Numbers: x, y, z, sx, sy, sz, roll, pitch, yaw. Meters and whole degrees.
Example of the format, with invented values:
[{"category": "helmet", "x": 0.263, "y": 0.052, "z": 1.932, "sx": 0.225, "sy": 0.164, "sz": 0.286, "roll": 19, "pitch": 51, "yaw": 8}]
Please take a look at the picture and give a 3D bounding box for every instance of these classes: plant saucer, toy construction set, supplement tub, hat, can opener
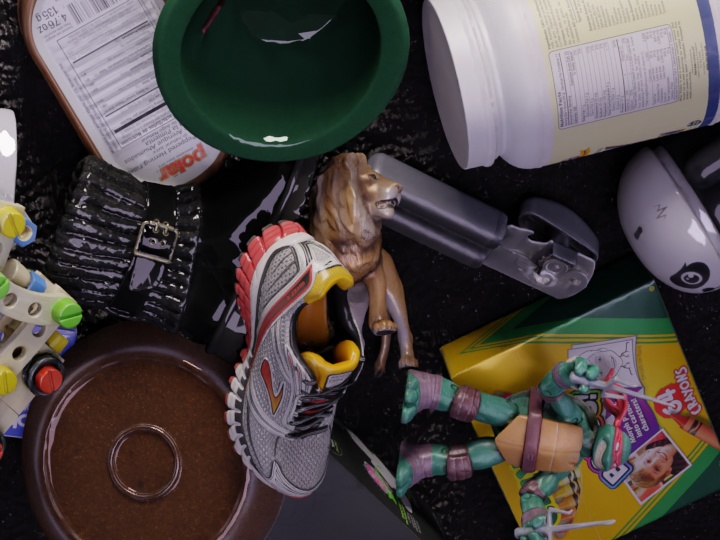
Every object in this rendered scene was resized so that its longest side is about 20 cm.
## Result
[{"category": "plant saucer", "x": -0.151, "y": 0.136, "z": 1.496, "sx": 0.198, "sy": 0.034, "sz": 0.202, "roll": 0, "pitch": 92, "yaw": 7}, {"category": "toy construction set", "x": -0.268, "y": 0.053, "z": 1.390, "sx": 0.200, "sy": 0.092, "sz": 0.131, "roll": -41, "pitch": 131, "yaw": 2}, {"category": "supplement tub", "x": 0.154, "y": -0.154, "z": 1.471, "sx": 0.198, "sy": 0.145, "sz": 0.146, "roll": -14, "pitch": 115, "yaw": -5}, {"category": "hat", "x": -0.049, "y": -0.201, "z": 1.426, "sx": 0.165, "sy": 0.177, "sz": 0.200, "roll": 30, "pitch": 120, "yaw": -23}, {"category": "can opener", "x": 0.088, "y": -0.040, "z": 1.567, "sx": 0.199, "sy": 0.067, "sz": 0.053, "roll": 26, "pitch": 139, "yaw": -14}]

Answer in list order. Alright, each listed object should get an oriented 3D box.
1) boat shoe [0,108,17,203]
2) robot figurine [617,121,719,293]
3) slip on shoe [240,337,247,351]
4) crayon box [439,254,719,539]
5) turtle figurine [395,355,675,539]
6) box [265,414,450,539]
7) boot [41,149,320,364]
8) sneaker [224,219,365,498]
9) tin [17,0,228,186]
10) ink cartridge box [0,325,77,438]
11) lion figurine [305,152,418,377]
[{"category": "boat shoe", "x": -0.282, "y": -0.016, "z": 1.460, "sx": 0.066, "sy": 0.070, "sz": 0.202, "roll": 8, "pitch": 94, "yaw": -16}, {"category": "robot figurine", "x": 0.287, "y": -0.067, "z": 1.544, "sx": 0.199, "sy": 0.125, "sz": 0.151, "roll": -31, "pitch": 119, "yaw": 4}, {"category": "slip on shoe", "x": -0.134, "y": 0.092, "z": 1.564, "sx": 0.199, "sy": 0.061, "sz": 0.074, "roll": -34, "pitch": 117, "yaw": 5}, {"category": "crayon box", "x": 0.178, "y": 0.115, "z": 1.640, "sx": 0.172, "sy": 0.058, "sz": 0.201, "roll": -26, "pitch": 116, "yaw": 0}, {"category": "turtle figurine", "x": 0.128, "y": 0.130, "z": 1.553, "sx": 0.198, "sy": 0.101, "sz": 0.151, "roll": 6, "pitch": 98, "yaw": 5}, {"category": "box", "x": -0.038, "y": 0.204, "z": 1.597, "sx": 0.148, "sy": 0.124, "sz": 0.200, "roll": -41, "pitch": 114, "yaw": 6}, {"category": "boot", "x": -0.120, "y": -0.054, "z": 1.456, "sx": 0.157, "sy": 0.079, "sz": 0.212, "roll": 25, "pitch": 89, "yaw": -4}, {"category": "sneaker", "x": -0.042, "y": 0.071, "z": 1.424, "sx": 0.077, "sy": 0.082, "sz": 0.202, "roll": -23, "pitch": 126, "yaw": -34}, {"category": "tin", "x": -0.163, "y": -0.141, "z": 1.471, "sx": 0.111, "sy": 0.042, "sz": 0.201, "roll": -27, "pitch": 116, "yaw": 5}, {"category": "ink cartridge box", "x": -0.313, "y": 0.063, "z": 1.522, "sx": 0.198, "sy": 0.044, "sz": 0.095, "roll": 9, "pitch": 112, "yaw": -17}, {"category": "lion figurine", "x": 0.000, "y": 0.000, "z": 1.522, "sx": 0.072, "sy": 0.200, "sz": 0.124, "roll": -8, "pitch": 72, "yaw": -1}]
